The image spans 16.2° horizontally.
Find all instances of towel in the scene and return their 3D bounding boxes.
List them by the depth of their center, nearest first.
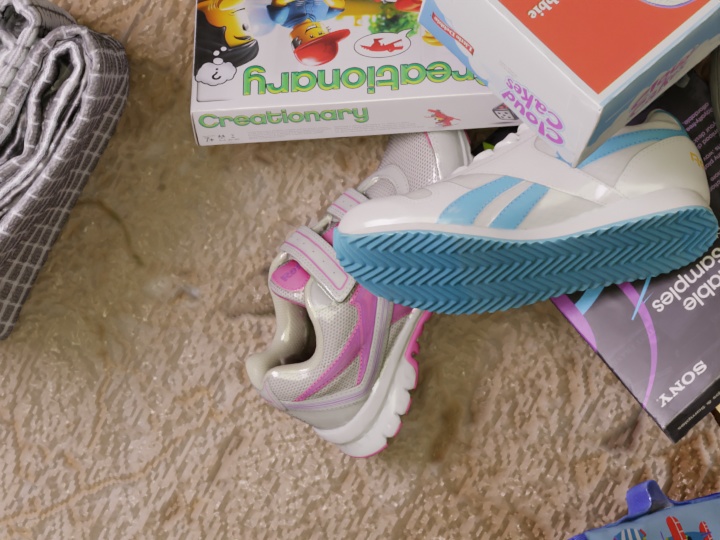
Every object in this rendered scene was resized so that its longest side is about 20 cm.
[{"bbox_3d":[-0.198,-0.049,1.372,0.085,0.166,0.200,29,94,-3],"label":"towel"}]

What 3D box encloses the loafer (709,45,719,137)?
[{"bbox_3d":[0.228,-0.149,1.347,0.070,0.070,0.201,10,68,3],"label":"loafer"}]

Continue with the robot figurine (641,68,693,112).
[{"bbox_3d":[0.129,-0.172,1.348,0.145,0.058,0.200,26,55,3],"label":"robot figurine"}]

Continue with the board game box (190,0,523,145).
[{"bbox_3d":[0.008,-0.132,1.384,0.199,0.035,0.127,-4,55,5],"label":"board game box"}]

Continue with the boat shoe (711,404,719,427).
[{"bbox_3d":[0.233,0.081,1.385,0.070,0.070,0.200,-36,88,1],"label":"boat shoe"}]

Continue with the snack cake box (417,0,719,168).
[{"bbox_3d":[0.140,-0.158,1.264,0.200,0.067,0.115,-39,76,-22],"label":"snack cake box"}]

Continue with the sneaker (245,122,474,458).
[{"bbox_3d":[0.000,0.000,1.382,0.088,0.081,0.201,18,92,-30],"label":"sneaker"}]

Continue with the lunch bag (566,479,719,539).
[{"bbox_3d":[0.179,0.211,1.358,0.150,0.094,0.201,-10,81,-39],"label":"lunch bag"}]

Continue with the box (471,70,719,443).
[{"bbox_3d":[0.159,-0.026,1.369,0.143,0.036,0.200,-42,65,4],"label":"box"}]

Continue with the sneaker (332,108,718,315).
[{"bbox_3d":[0.083,-0.033,1.332,0.199,0.077,0.081,-8,56,-1],"label":"sneaker"}]
